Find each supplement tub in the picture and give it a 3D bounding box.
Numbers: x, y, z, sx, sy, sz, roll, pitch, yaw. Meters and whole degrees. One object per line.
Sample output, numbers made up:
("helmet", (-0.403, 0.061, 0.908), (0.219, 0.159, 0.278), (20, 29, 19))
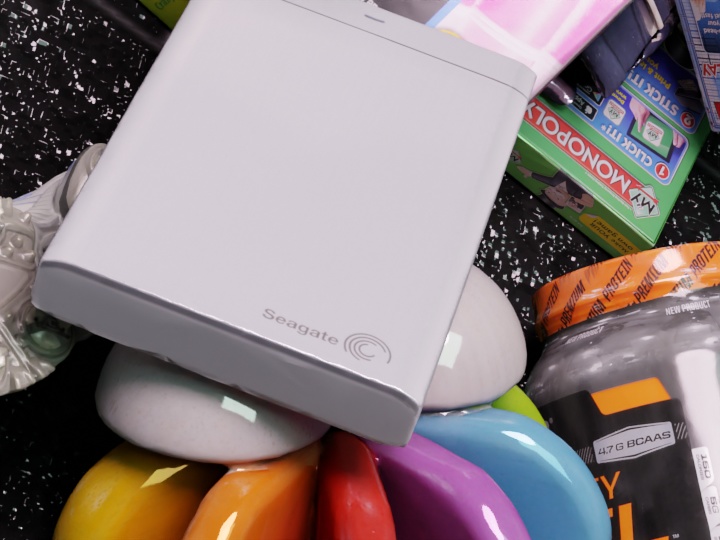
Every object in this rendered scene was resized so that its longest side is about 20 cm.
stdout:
("supplement tub", (0.134, 0.097, 1.003), (0.122, 0.122, 0.200), (-3, 75, -30))

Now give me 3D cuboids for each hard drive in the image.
("hard drive", (-0.020, -0.032, 0.882), (0.132, 0.027, 0.200), (21, 40, 1))

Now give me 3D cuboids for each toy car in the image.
("toy car", (0.001, 0.098, 0.882), (0.200, 0.150, 0.175), (-12, 117, -32))

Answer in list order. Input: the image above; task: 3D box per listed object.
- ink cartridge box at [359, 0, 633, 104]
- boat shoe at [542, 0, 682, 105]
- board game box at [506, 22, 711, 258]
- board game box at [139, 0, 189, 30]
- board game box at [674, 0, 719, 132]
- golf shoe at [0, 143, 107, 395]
("ink cartridge box", (0.023, -0.089, 0.984), (0.200, 0.037, 0.095), (-45, 89, 1))
("boat shoe", (0.065, -0.159, 1.032), (0.200, 0.075, 0.093), (47, 60, -22))
("board game box", (0.072, -0.116, 1.095), (0.200, 0.029, 0.135), (38, 60, -14))
("board game box", (-0.014, -0.169, 0.961), (0.048, 0.200, 0.102), (41, 58, -12))
("board game box", (0.193, -0.165, 1.059), (0.200, 0.062, 0.200), (-20, 110, -38))
("golf shoe", (-0.132, 0.012, 0.887), (0.200, 0.097, 0.078), (-21, 82, -44))
